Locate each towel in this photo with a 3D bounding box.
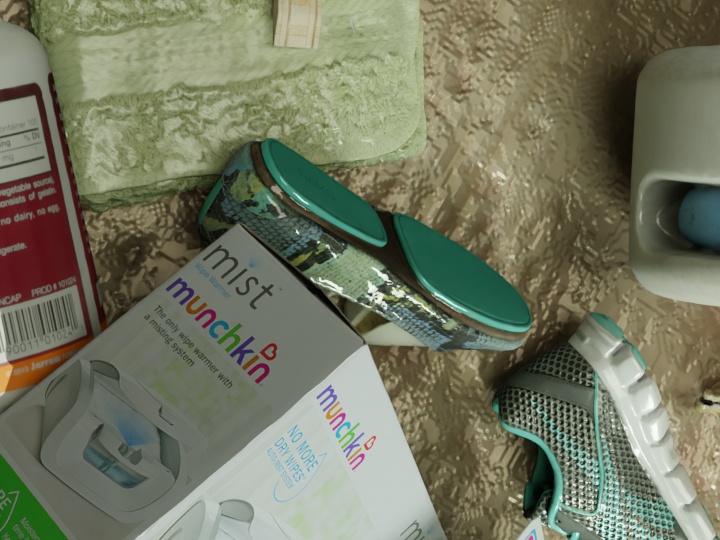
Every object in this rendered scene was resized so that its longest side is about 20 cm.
[{"bbox_3d":[-0.061,-0.113,0.756,0.199,0.036,0.149,-11,99,-20],"label":"towel"}]

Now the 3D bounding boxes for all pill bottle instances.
[{"bbox_3d":[-0.181,-0.039,0.676,0.113,0.113,0.201,-14,100,-19],"label":"pill bottle"}]

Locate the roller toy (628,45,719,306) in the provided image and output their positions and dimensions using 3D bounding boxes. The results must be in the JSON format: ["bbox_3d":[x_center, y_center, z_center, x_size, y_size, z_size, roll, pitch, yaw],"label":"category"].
[{"bbox_3d":[0.232,-0.042,0.801,0.182,0.200,0.140,3,95,12],"label":"roller toy"}]

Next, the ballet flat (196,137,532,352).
[{"bbox_3d":[0.000,0.000,0.777,0.200,0.074,0.074,32,84,-33],"label":"ballet flat"}]

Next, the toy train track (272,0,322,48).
[{"bbox_3d":[0.014,-0.164,0.747,0.199,0.033,0.115,-1,94,-27],"label":"toy train track"}]

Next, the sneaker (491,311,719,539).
[{"bbox_3d":[0.135,0.125,0.850,0.091,0.078,0.200,-26,101,-1],"label":"sneaker"}]

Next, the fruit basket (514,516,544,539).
[{"bbox_3d":[0.043,0.240,0.783,0.185,0.094,0.200,-36,133,-20],"label":"fruit basket"}]

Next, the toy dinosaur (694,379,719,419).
[{"bbox_3d":[0.291,0.062,0.889,0.199,0.058,0.101,11,123,-4],"label":"toy dinosaur"}]

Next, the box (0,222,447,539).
[{"bbox_3d":[-0.068,0.108,0.697,0.176,0.097,0.200,-39,146,-13],"label":"box"}]
